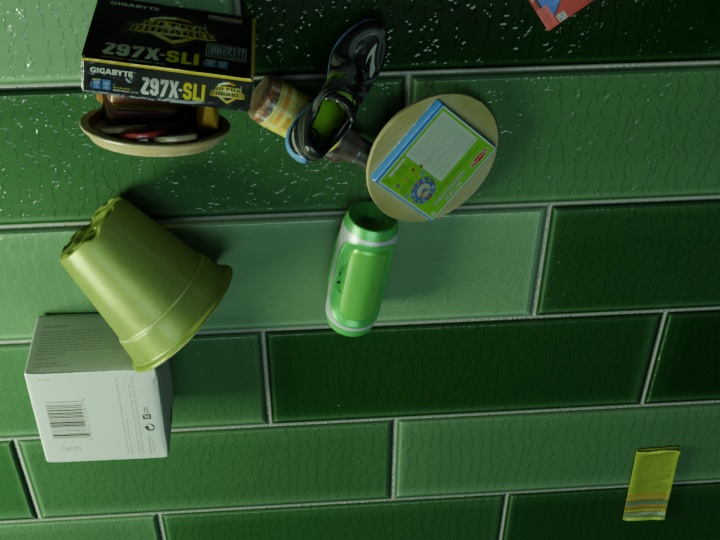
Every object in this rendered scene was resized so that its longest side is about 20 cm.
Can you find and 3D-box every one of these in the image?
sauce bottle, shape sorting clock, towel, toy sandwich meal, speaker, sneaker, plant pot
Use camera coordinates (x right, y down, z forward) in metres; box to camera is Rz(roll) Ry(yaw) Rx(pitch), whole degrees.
[{"bbox_3d":[-0.053,-0.188,1.377,0.198,0.067,0.066,23,124,-27],"label":"sauce bottle"},{"bbox_3d":[0.098,-0.154,1.415,0.197,0.039,0.203,-12,128,-15],"label":"shape sorting clock"},{"bbox_3d":[0.551,0.408,1.958,0.084,0.018,0.202,-5,130,-2],"label":"towel"},{"bbox_3d":[-0.250,-0.200,1.265,0.201,0.206,0.071,2,114,-7],"label":"toy sandwich meal"},{"bbox_3d":[0.000,0.000,1.524,0.087,0.089,0.202,5,129,-10],"label":"speaker"},{"bbox_3d":[-0.019,-0.220,1.297,0.070,0.082,0.201,34,84,-28],"label":"sneaker"},{"bbox_3d":[-0.314,0.005,1.450,0.199,0.201,0.190,-36,112,23],"label":"plant pot"}]

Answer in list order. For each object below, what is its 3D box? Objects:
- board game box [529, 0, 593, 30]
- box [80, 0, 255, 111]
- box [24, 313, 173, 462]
[{"bbox_3d":[0.224,-0.397,1.258,0.102,0.020,0.200,-32,125,18],"label":"board game box"},{"bbox_3d":[-0.225,-0.261,1.237,0.196,0.161,0.050,6,130,-9],"label":"box"},{"bbox_3d":[-0.398,0.181,1.606,0.196,0.132,0.201,-2,130,-4],"label":"box"}]
